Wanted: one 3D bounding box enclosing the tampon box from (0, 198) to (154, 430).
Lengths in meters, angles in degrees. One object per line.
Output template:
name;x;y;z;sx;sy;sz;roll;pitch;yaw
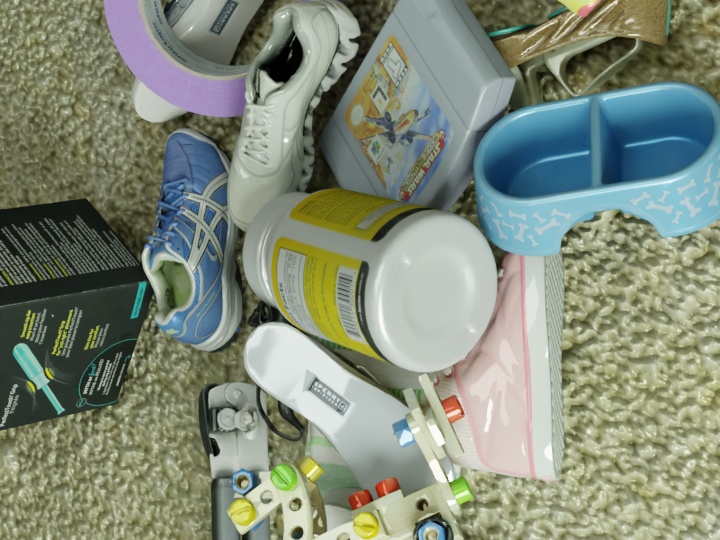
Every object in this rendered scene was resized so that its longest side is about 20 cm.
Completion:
tampon box;-0.308;0.041;1.257;0.126;0.198;0.151;45;126;31

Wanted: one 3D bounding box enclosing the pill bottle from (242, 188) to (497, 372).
pill bottle;0.000;0.000;1.073;0.199;0.113;0.116;17;92;54

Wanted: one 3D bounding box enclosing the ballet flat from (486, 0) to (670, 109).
ballet flat;0.145;-0.163;1.089;0.198;0.068;0.073;-18;88;27

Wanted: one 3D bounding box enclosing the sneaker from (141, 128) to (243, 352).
sneaker;-0.149;-0.032;1.255;0.075;0.077;0.203;-19;71;32

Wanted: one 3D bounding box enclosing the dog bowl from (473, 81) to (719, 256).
dog bowl;0.171;-0.076;1.016;0.197;0.050;0.113;-9;51;19

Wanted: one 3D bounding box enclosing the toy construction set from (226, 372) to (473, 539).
toy construction set;0.003;0.164;1.040;0.199;0.092;0.132;-32;65;18

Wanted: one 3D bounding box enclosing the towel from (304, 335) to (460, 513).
towel;0.016;0.089;1.156;0.151;0.023;0.203;-2;81;34

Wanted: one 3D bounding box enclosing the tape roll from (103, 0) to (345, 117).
tape roll;-0.113;-0.234;1.207;0.197;0.066;0.203;2;105;6

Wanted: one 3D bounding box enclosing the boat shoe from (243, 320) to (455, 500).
boat shoe;-0.005;0.112;1.117;0.199;0.068;0.072;37;96;8

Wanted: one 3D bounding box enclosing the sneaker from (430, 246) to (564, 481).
sneaker;0.098;0.053;1.066;0.103;0.075;0.203;-1;86;21

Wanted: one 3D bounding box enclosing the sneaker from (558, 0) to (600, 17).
sneaker;0.200;-0.242;1.016;0.199;0.078;0.091;-33;81;-18

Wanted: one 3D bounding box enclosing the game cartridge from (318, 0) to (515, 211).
game cartridge;0.041;-0.114;1.119;0.201;0.041;0.134;-56;50;42

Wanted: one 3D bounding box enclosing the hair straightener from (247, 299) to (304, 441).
hair straightener;-0.066;0.045;1.208;0.077;0.040;0.203;144;123;-63

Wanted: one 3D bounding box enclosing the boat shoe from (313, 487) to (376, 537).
boat shoe;0.029;0.229;1.088;0.199;0.069;0.072;23;119;35

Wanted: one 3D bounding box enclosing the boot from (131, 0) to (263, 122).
boot;-0.149;-0.234;1.301;0.200;0.072;0.091;-50;45;16

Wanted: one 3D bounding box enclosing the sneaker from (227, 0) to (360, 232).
sneaker;-0.070;-0.125;1.150;0.074;0.081;0.202;25;106;20

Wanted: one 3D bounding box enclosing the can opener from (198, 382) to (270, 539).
can opener;-0.103;0.192;1.208;0.066;0.052;0.203;137;132;-62
